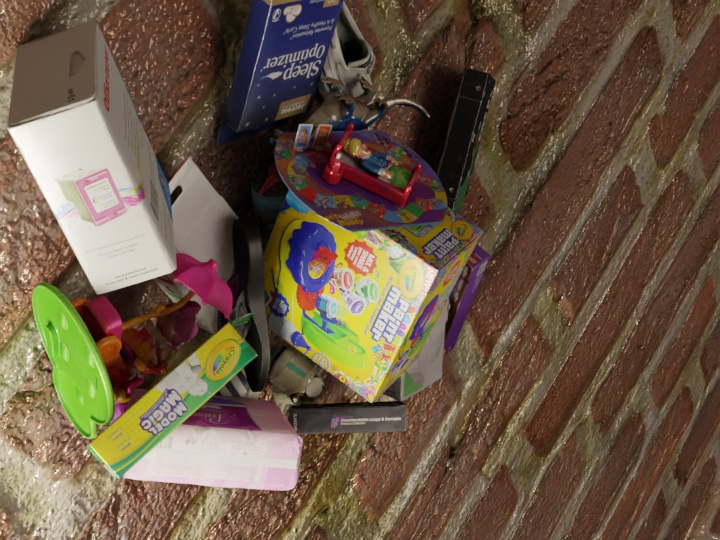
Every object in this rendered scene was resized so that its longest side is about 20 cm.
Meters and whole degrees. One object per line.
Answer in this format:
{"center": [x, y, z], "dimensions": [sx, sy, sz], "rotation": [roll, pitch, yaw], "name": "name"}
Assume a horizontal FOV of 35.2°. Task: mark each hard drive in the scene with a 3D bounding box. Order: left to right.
{"center": [0.141, -0.174, 1.575], "dimensions": [0.140, 0.038, 0.201], "rotation": [-28, 132, -77], "name": "hard drive"}

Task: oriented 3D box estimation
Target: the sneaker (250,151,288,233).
{"center": [-0.061, -0.111, 1.372], "dimensions": [0.200, 0.079, 0.096], "rotation": [-32, 147, -36], "name": "sneaker"}

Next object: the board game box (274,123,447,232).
{"center": [0.009, -0.113, 1.215], "dimensions": [0.199, 0.158, 0.039], "rotation": [-7, 139, -34], "name": "board game box"}

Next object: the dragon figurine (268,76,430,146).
{"center": [-0.017, -0.169, 1.325], "dimensions": [0.199, 0.059, 0.100], "rotation": [-8, 138, -44], "name": "dragon figurine"}

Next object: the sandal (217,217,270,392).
{"center": [-0.135, 0.040, 1.261], "dimensions": [0.048, 0.075, 0.202], "rotation": [-10, 110, -22], "name": "sandal"}

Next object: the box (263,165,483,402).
{"center": [0.000, 0.000, 1.281], "dimensions": [0.122, 0.192, 0.201], "rotation": [-37, 157, -53], "name": "box"}

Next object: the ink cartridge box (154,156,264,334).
{"center": [-0.185, -0.029, 1.252], "dimensions": [0.109, 0.050, 0.200], "rotation": [-55, 141, -18], "name": "ink cartridge box"}

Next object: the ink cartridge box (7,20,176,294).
{"center": [-0.244, -0.104, 1.049], "dimensions": [0.084, 0.145, 0.201], "rotation": [-16, 130, 0], "name": "ink cartridge box"}

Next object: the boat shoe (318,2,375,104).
{"center": [-0.017, -0.245, 1.339], "dimensions": [0.200, 0.066, 0.074], "rotation": [50, 50, -49], "name": "boat shoe"}

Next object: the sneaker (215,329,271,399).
{"center": [-0.165, 0.131, 1.343], "dimensions": [0.084, 0.075, 0.202], "rotation": [15, 79, -23], "name": "sneaker"}

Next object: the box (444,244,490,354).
{"center": [0.085, 0.010, 1.491], "dimensions": [0.039, 0.137, 0.201], "rotation": [-34, 154, -33], "name": "box"}

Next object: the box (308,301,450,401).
{"center": [0.018, 0.036, 1.439], "dimensions": [0.096, 0.176, 0.201], "rotation": [-23, 124, -46], "name": "box"}

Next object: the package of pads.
{"center": [-0.171, 0.184, 1.243], "dimensions": [0.199, 0.120, 0.076], "rotation": [8, 99, -22], "name": "package of pads"}

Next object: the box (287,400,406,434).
{"center": [-0.016, 0.183, 1.422], "dimensions": [0.200, 0.142, 0.036], "rotation": [89, -1, -83], "name": "box"}

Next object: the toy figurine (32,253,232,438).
{"center": [-0.215, 0.063, 1.160], "dimensions": [0.183, 0.150, 0.201], "rotation": [-27, 149, -30], "name": "toy figurine"}

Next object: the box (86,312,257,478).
{"center": [-0.177, 0.119, 1.113], "dimensions": [0.200, 0.117, 0.048], "rotation": [-44, 93, -17], "name": "box"}

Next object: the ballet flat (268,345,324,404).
{"center": [-0.075, 0.139, 1.395], "dimensions": [0.068, 0.062, 0.200], "rotation": [-57, 171, -7], "name": "ballet flat"}

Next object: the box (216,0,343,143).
{"center": [-0.087, -0.226, 1.246], "dimensions": [0.121, 0.032, 0.201], "rotation": [-25, 146, -45], "name": "box"}

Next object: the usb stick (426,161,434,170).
{"center": [0.049, -0.121, 1.458], "dimensions": [0.033, 0.055, 0.200], "rotation": [-69, 166, 16], "name": "usb stick"}
